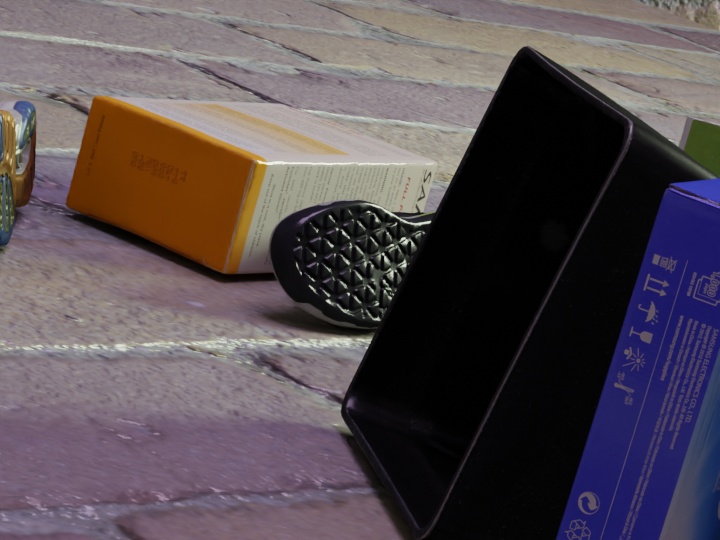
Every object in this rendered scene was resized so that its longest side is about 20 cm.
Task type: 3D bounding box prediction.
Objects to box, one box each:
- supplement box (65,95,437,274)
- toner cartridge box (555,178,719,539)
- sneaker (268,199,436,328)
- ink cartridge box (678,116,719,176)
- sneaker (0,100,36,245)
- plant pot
[{"bbox_3d":[-0.063,-0.051,1.778,0.126,0.074,0.200,22,13,31],"label":"supplement box"},{"bbox_3d":[0.123,0.065,1.147,0.043,0.200,0.095,21,13,24],"label":"toner cartridge box"},{"bbox_3d":[0.000,0.000,1.698,0.083,0.072,0.200,-6,-5,37],"label":"sneaker"},{"bbox_3d":[0.278,-0.008,1.844,0.200,0.148,0.076,16,11,0],"label":"ink cartridge box"},{"bbox_3d":[-0.230,-0.056,1.623,0.088,0.075,0.200,4,5,-1],"label":"sneaker"},{"bbox_3d":[0.126,0.038,1.354,0.177,0.200,0.200,24,8,-17],"label":"plant pot"}]
